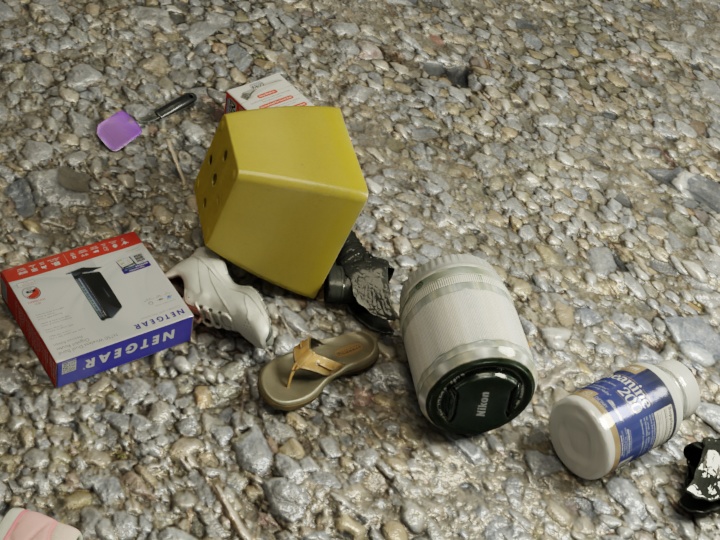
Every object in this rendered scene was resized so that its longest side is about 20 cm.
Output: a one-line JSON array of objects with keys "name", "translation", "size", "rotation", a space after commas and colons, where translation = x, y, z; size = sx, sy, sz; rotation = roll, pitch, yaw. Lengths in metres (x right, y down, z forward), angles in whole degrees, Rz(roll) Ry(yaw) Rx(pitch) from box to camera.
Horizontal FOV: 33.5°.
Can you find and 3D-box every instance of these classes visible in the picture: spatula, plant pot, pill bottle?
[{"name": "spatula", "translation": [-0.337, -0.248, 1.921], "size": [0.057, 0.021, 0.199], "rotation": [45, 46, 13]}, {"name": "plant pot", "translation": [-0.125, -0.111, 1.672], "size": [0.174, 0.201, 0.202], "rotation": [10, 39, -26]}, {"name": "pill bottle", "translation": [0.353, 0.188, 1.578], "size": [0.198, 0.112, 0.111], "rotation": [-20, 51, -32]}]

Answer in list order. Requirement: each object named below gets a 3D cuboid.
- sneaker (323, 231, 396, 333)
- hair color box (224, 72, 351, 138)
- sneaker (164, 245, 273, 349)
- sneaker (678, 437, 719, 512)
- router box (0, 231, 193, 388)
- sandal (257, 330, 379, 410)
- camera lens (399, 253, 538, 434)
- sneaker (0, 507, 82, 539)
[{"name": "sneaker", "translation": [0.000, -0.002, 1.728], "size": [0.102, 0.061, 0.202], "rotation": [6, 48, -7]}, {"name": "hair color box", "translation": [-0.119, -0.228, 1.931], "size": [0.110, 0.065, 0.200], "rotation": [-25, 56, -34]}, {"name": "sneaker", "translation": [-0.190, 0.050, 1.617], "size": [0.086, 0.075, 0.199], "rotation": [-28, 48, -30]}, {"name": "sneaker", "translation": [0.478, 0.243, 1.582], "size": [0.103, 0.060, 0.201], "rotation": [21, 46, 1]}, {"name": "router box", "translation": [-0.348, 0.047, 1.584], "size": [0.198, 0.049, 0.180], "rotation": [-19, 52, -32]}, {"name": "sandal", "translation": [-0.054, 0.118, 1.584], "size": [0.198, 0.055, 0.080], "rotation": [-23, 53, -34]}, {"name": "camera lens", "translation": [0.138, 0.099, 1.578], "size": [0.157, 0.162, 0.202], "rotation": [1, 43, -14]}, {"name": "sneaker", "translation": [-0.353, 0.338, 1.250], "size": [0.103, 0.076, 0.201], "rotation": [12, 38, 5]}]
